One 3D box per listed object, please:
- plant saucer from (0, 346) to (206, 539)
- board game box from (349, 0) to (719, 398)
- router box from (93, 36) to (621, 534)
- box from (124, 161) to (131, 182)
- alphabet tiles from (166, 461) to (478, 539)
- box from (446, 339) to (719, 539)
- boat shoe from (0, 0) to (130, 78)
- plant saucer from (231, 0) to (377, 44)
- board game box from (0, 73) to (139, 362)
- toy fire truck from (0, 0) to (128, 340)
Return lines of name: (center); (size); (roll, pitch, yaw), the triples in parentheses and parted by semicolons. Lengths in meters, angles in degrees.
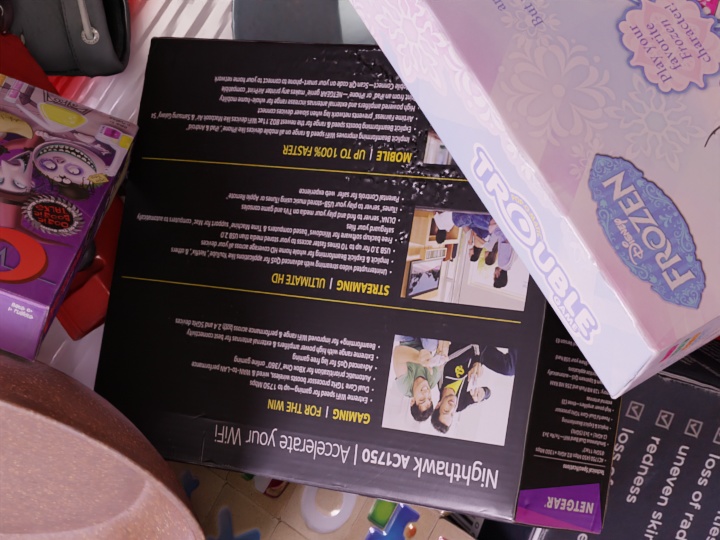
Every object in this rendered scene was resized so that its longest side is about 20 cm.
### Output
plant saucer: (-0.147, 0.068, 0.927); (0.199, 0.201, 0.037); (9, 59, 3)
board game box: (0.103, -0.093, 0.829); (0.198, 0.043, 0.201); (-28, 78, -25)
router box: (0.000, 0.000, 0.911); (0.199, 0.051, 0.150); (6, 85, 42)
box: (-0.022, 0.044, 1.031); (0.120, 0.032, 0.201); (-8, 103, 21)
alphabet tiles: (-0.035, 0.103, 0.954); (0.006, 0.200, 0.167); (26, 93, -44)
box: (0.108, 0.128, 0.974); (0.196, 0.124, 0.201); (18, 98, -24)
boat shoe: (-0.102, -0.169, 1.014); (0.061, 0.073, 0.201); (13, 105, 11)
plant saucer: (0.052, -0.097, 1.029); (0.199, 0.039, 0.203); (1, 97, 5)
board game box: (-0.183, -0.045, 0.904); (0.199, 0.120, 0.032); (20, 128, -2)
toy fire truck: (-0.144, -0.001, 1.021); (0.141, 0.049, 0.200); (-37, 89, 36)
